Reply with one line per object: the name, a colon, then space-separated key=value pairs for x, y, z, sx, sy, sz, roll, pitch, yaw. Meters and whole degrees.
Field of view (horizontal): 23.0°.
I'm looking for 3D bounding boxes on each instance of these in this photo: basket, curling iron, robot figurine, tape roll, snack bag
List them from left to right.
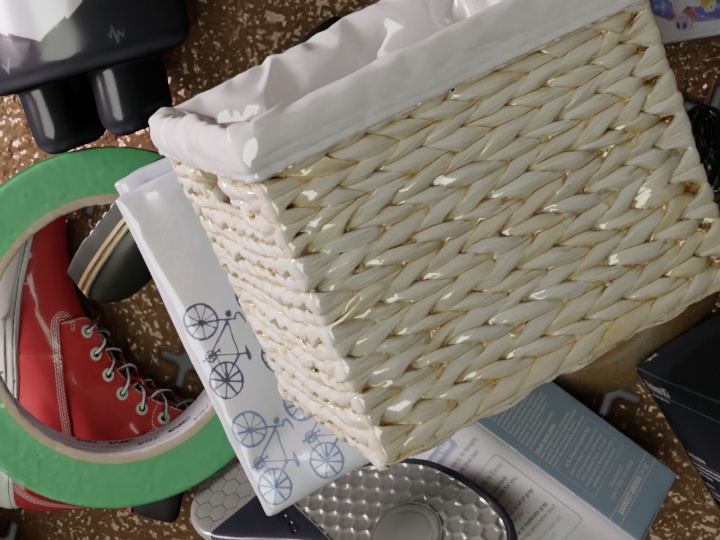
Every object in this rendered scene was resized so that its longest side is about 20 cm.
robot figurine: x=-0.164 y=-0.168 z=0.958 sx=0.149 sy=0.125 sz=0.202 roll=-18 pitch=99 yaw=-24
tape roll: x=-0.141 y=0.031 z=1.004 sx=0.198 sy=0.048 sz=0.203 roll=-1 pitch=95 yaw=-13
snack bag: x=0.000 y=0.000 z=0.910 sx=0.198 sy=0.021 sz=0.190 roll=-25 pitch=97 yaw=-6
basket: x=0.034 y=-0.038 z=0.805 sx=0.199 sy=0.198 sz=0.162 roll=-28 pitch=104 yaw=-12
curling iron: x=0.148 y=-0.127 z=0.932 sx=0.049 sy=0.026 sz=0.202 roll=-24 pitch=90 yaw=-22

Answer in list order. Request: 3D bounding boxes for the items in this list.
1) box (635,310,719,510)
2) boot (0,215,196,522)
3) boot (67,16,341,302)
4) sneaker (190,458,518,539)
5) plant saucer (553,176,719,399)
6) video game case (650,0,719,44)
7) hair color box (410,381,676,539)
box: x=0.226 y=0.097 z=0.881 sx=0.078 sy=0.200 sz=0.142 roll=-34 pitch=96 yaw=-3
boot: x=-0.149 y=0.050 z=1.058 sx=0.142 sy=0.072 sz=0.202 roll=5 pitch=105 yaw=5
boot: x=-0.043 y=-0.019 z=0.940 sx=0.200 sy=0.077 sz=0.139 roll=-41 pitch=88 yaw=1
sneaker: x=0.018 y=0.175 z=0.998 sx=0.201 sy=0.077 sz=0.147 roll=4 pitch=140 yaw=35
plant saucer: x=0.103 y=-0.019 z=0.977 sx=0.198 sy=0.035 sz=0.203 roll=4 pitch=106 yaw=15
video game case: x=0.149 y=-0.216 z=0.886 sx=0.141 sy=0.018 sz=0.202 roll=-10 pitch=103 yaw=-6
hair color box: x=0.064 y=0.095 z=0.989 sx=0.199 sy=0.061 sz=0.099 roll=36 pitch=139 yaw=3
